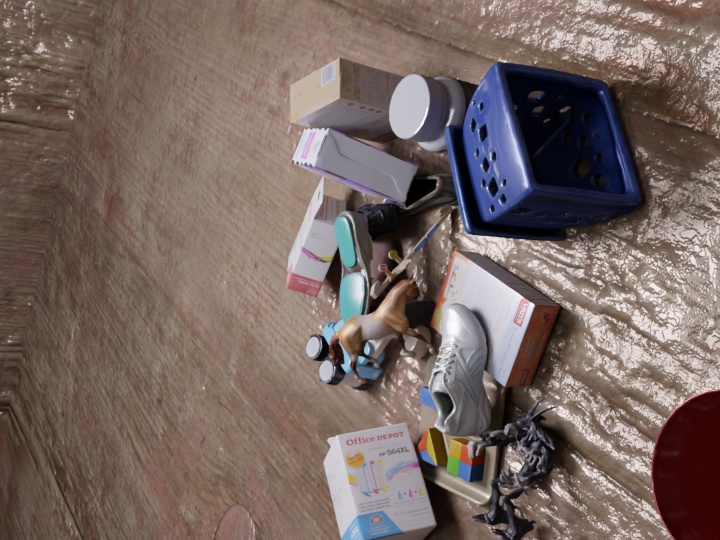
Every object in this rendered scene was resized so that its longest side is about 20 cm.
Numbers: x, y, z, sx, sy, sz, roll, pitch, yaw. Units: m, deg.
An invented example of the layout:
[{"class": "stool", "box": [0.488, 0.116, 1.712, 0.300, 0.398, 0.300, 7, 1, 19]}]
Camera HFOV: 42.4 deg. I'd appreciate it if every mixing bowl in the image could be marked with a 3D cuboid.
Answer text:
[{"class": "mixing bowl", "box": [0.434, 0.230, 1.016, 0.200, 0.108, 0.201, -11, 76, 54]}]

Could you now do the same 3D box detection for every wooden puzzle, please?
[{"class": "wooden puzzle", "box": [0.146, 0.246, 1.465, 0.185, 0.046, 0.201, 14, 96, 54]}]

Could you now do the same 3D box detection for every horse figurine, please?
[{"class": "horse figurine", "box": [0.027, 0.104, 1.496, 0.199, 0.133, 0.050, -23, 25, 16]}]

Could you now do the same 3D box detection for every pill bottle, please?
[{"class": "pill bottle", "box": [0.149, -0.229, 1.405, 0.114, 0.199, 0.114, -12, 75, 52]}]

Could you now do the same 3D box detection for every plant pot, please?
[{"class": "plant pot", "box": [0.236, -0.147, 1.284, 0.180, 0.199, 0.201, -40, 54, 52]}]

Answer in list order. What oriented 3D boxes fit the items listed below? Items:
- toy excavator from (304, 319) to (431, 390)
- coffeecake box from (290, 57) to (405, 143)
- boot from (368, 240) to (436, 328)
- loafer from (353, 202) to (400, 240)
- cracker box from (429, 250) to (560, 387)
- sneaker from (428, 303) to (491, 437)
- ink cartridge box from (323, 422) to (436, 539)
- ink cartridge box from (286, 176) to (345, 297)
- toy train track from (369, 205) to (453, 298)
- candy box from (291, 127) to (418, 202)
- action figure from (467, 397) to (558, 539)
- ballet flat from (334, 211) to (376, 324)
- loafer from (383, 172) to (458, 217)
[{"class": "toy excavator", "box": [0.016, 0.129, 1.634, 0.200, 0.100, 0.195, -55, 44, 20]}, {"class": "coffeecake box", "box": [0.001, -0.291, 1.621, 0.153, 0.199, 0.073, -15, 72, 52]}, {"class": "boot", "box": [0.052, 0.013, 1.604, 0.186, 0.064, 0.201, -17, 43, 26]}, {"class": "loafer", "box": [0.006, -0.085, 1.662, 0.200, 0.070, 0.068, 171, 88, -70]}, {"class": "cracker box", "box": [0.199, 0.070, 1.410, 0.200, 0.057, 0.135, 40, 119, 50]}, {"class": "sneaker", "box": [0.142, 0.147, 1.371, 0.070, 0.080, 0.201, -21, 71, 57]}, {"class": "ink cartridge box", "box": [0.024, 0.349, 1.519, 0.125, 0.128, 0.201, 112, 146, -57]}, {"class": "ink cartridge box", "box": [-0.078, -0.066, 1.764, 0.117, 0.067, 0.201, -92, 22, -58]}, {"class": "toy train track", "box": [0.077, -0.038, 1.514, 0.200, 0.033, 0.115, -48, 2, -17]}, {"class": "candy box", "box": [-0.015, -0.183, 1.602, 0.072, 0.167, 0.200, -69, 17, 2]}, {"class": "action figure", "box": [0.216, 0.279, 1.320, 0.119, 0.102, 0.201, -148, 68, -64]}, {"class": "ballet flat", "box": [0.000, 0.000, 1.549, 0.067, 0.064, 0.201, -9, 86, 45]}, {"class": "loafer", "box": [0.097, -0.135, 1.580, 0.200, 0.063, 0.072, -9, 78, 53]}]
